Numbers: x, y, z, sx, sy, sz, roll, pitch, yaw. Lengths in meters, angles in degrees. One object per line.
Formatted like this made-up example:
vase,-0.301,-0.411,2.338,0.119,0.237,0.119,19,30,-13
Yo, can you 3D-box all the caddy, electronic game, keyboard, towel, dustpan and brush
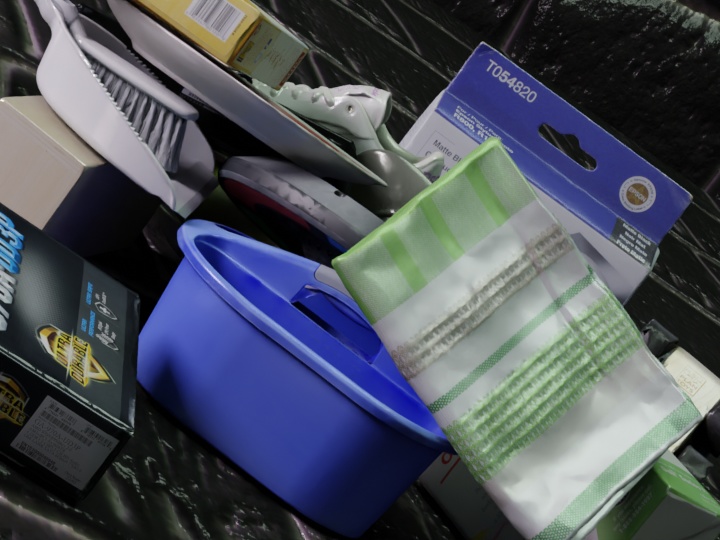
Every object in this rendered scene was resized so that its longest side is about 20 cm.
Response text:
caddy,-0.029,0.051,1.420,0.200,0.105,0.141,37,13,1
electronic game,0.000,0.000,1.493,0.200,0.042,0.200,36,-7,5
keyboard,-0.096,-0.095,1.590,0.200,0.040,0.104,28,32,-3
towel,0.089,0.040,1.405,0.149,0.031,0.200,-39,96,-39
dustpan and brush,-0.153,-0.120,1.457,0.200,0.057,0.140,37,12,-2

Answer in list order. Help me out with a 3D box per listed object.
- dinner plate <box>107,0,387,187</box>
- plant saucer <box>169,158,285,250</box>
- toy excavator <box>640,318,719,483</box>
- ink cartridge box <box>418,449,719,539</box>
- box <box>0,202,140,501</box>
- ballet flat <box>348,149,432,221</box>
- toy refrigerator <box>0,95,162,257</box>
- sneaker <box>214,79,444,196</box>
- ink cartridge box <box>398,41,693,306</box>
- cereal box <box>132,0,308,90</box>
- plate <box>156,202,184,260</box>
dinner plate,-0.071,-0.100,1.498,0.200,0.024,0.200,34,3,-2
plant saucer,-0.040,-0.016,1.668,0.200,0.031,0.200,34,13,-9
toy excavator,0.209,0.119,1.879,0.100,0.200,0.194,40,57,9
ink cartridge box,0.112,0.120,1.532,0.067,0.117,0.200,27,16,-42
box,-0.183,0.018,1.253,0.159,0.046,0.200,34,13,-13
ballet flat,0.045,0.019,1.609,0.200,0.067,0.064,61,34,-11
toy refrigerator,-0.170,-0.056,1.496,0.070,0.076,0.200,39,13,7
sneaker,-0.037,-0.095,1.665,0.200,0.100,0.075,35,15,-3
ink cartridge box,0.105,-0.027,1.868,0.199,0.200,0.041,35,12,-6
cereal box,-0.107,-0.163,1.499,0.144,0.040,0.200,36,3,6
plate,-0.031,0.027,1.680,0.200,0.032,0.200,41,13,14
